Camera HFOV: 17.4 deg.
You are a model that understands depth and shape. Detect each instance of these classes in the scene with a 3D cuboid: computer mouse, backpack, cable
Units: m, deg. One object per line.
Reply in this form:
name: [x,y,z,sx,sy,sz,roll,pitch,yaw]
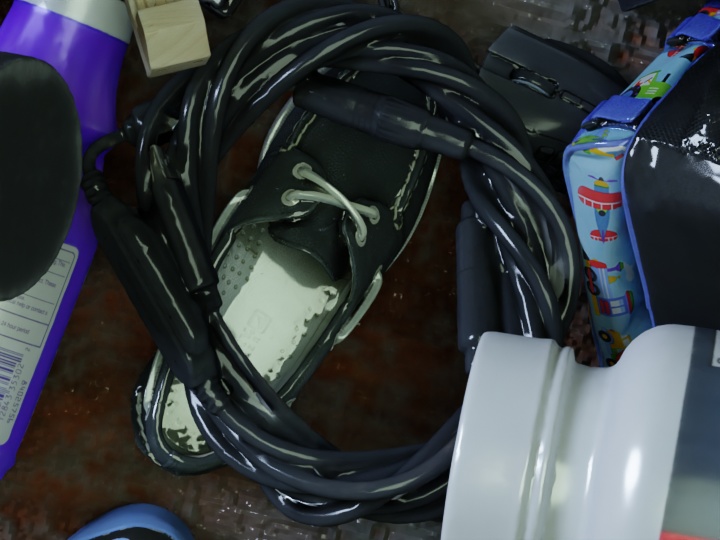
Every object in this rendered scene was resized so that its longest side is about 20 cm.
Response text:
computer mouse: [0.045,-0.088,0.926,0.200,0.034,0.059,31,69,-21]
backpack: [0.190,-0.036,0.909,0.200,0.134,0.183,-47,138,-29]
cable: [0.000,0.000,0.883,0.163,0.051,0.200,-31,86,-9]

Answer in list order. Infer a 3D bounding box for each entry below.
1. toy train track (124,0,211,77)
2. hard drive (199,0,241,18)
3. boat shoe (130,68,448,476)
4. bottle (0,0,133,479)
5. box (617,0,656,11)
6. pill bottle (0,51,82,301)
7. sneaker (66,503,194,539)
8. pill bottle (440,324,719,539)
toy train track: [-0.093,-0.171,0.866,0.114,0.033,0.200,-14,81,-17]
hard drive: [-0.053,-0.219,0.928,0.140,0.038,0.200,33,88,-8]
boat shoe: [-0.022,-0.005,0.932,0.076,0.060,0.200,27,89,-6]
bottle: [-0.143,-0.017,0.913,0.083,0.065,0.200,21,90,-10]
box: [0.182,-0.182,0.879,0.182,0.200,0.104,-23,94,-5]
pill bottle: [-0.205,-0.047,0.841,0.200,0.112,0.112,10,92,24]
sneaker: [-0.131,0.180,0.919,0.070,0.078,0.200,37,88,-8]
pill bottle: [0.132,0.082,0.796,0.200,0.120,0.120,9,92,8]
